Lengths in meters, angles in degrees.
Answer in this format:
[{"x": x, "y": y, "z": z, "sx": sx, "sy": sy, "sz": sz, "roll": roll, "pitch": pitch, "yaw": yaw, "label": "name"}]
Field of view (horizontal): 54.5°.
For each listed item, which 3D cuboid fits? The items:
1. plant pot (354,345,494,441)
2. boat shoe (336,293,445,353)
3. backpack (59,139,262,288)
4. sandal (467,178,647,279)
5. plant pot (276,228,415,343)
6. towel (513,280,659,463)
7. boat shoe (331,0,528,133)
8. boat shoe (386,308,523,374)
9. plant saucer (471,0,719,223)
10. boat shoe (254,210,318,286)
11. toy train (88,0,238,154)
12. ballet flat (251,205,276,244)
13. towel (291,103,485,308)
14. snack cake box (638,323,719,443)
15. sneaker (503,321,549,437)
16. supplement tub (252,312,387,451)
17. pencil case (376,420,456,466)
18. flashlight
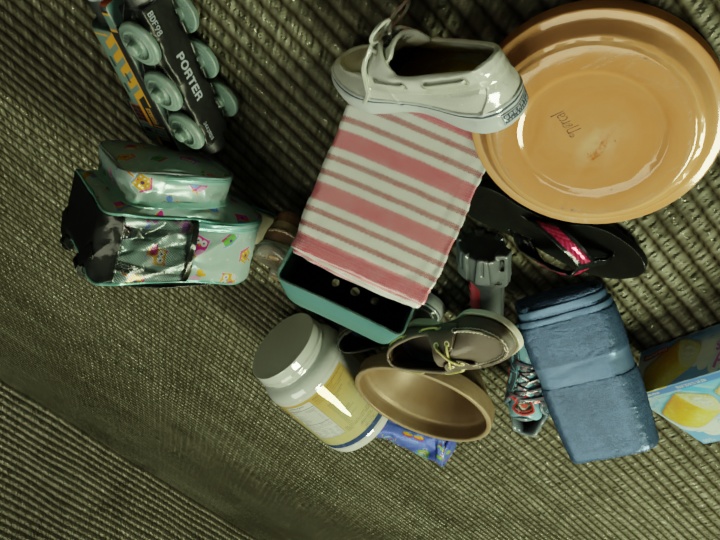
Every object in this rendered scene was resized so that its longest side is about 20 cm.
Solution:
[{"x": 0.101, "y": 0.156, "z": 1.001, "sx": 0.200, "sy": 0.093, "sz": 0.201, "roll": 18, "pitch": 147, "yaw": 12, "label": "plant pot"}, {"x": 0.038, "y": 0.078, "z": 0.968, "sx": 0.069, "sy": 0.057, "sz": 0.200, "roll": 40, "pitch": 146, "yaw": -21, "label": "boat shoe"}, {"x": -0.214, "y": -0.060, "z": 0.795, "sx": 0.200, "sy": 0.154, "sz": 0.176, "roll": 12, "pitch": -166, "yaw": -37, "label": "backpack"}, {"x": 0.190, "y": -0.030, "z": 0.713, "sx": 0.199, "sy": 0.045, "sz": 0.075, "roll": 24, "pitch": 148, "yaw": 5, "label": "sandal"}, {"x": 0.000, "y": 0.000, "z": 0.806, "sx": 0.141, "sy": 0.142, "sz": 0.200, "roll": 25, "pitch": 165, "yaw": 3, "label": "plant pot"}, {"x": 0.256, "y": 0.115, "z": 0.793, "sx": 0.111, "sy": 0.049, "sz": 0.201, "roll": -17, "pitch": 97, "yaw": 30, "label": "towel"}, {"x": 0.035, "y": -0.169, "z": 0.556, "sx": 0.202, "sy": 0.075, "sz": 0.086, "roll": 31, "pitch": 165, "yaw": 44, "label": "boat shoe"}, {"x": 0.104, "y": 0.090, "z": 0.821, "sx": 0.200, "sy": 0.059, "sz": 0.072, "roll": -9, "pitch": 114, "yaw": 56, "label": "boat shoe"}, {"x": 0.188, "y": -0.116, "z": 0.569, "sx": 0.200, "sy": 0.032, "sz": 0.201, "roll": 12, "pitch": 135, "yaw": 12, "label": "plant saucer"}, {"x": -0.079, "y": -0.021, "z": 0.897, "sx": 0.075, "sy": 0.072, "sz": 0.200, "roll": 18, "pitch": 168, "yaw": 6, "label": "boat shoe"}, {"x": -0.206, "y": -0.207, "z": 0.718, "sx": 0.114, "sy": 0.085, "sz": 0.200, "roll": 19, "pitch": 149, "yaw": 30, "label": "toy train"}, {"x": -0.197, "y": -0.062, "z": 0.929, "sx": 0.199, "sy": 0.070, "sz": 0.070, "roll": 17, "pitch": 147, "yaw": 14, "label": "ballet flat"}, {"x": 0.033, "y": -0.078, "z": 0.669, "sx": 0.146, "sy": 0.201, "sz": 0.030, "roll": 24, "pitch": -168, "yaw": 4, "label": "towel"}, {"x": 0.408, "y": 0.114, "z": 0.744, "sx": 0.115, "sy": 0.067, "sz": 0.200, "roll": 33, "pitch": 148, "yaw": -9, "label": "snack cake box"}, {"x": 0.225, "y": 0.146, "z": 0.892, "sx": 0.079, "sy": 0.096, "sz": 0.200, "roll": 10, "pitch": 142, "yaw": 23, "label": "sneaker"}, {"x": -0.057, "y": 0.174, "z": 1.093, "sx": 0.144, "sy": 0.145, "sz": 0.200, "roll": -12, "pitch": 132, "yaw": 45, "label": "supplement tub"}, {"x": 0.067, "y": 0.267, "z": 1.198, "sx": 0.199, "sy": 0.078, "sz": 0.087, "roll": 18, "pitch": 170, "yaw": 12, "label": "pencil case"}, {"x": 0.140, "y": 0.035, "z": 0.832, "sx": 0.067, "sy": 0.068, "sz": 0.200, "roll": -15, "pitch": 137, "yaw": -2, "label": "flashlight"}]
